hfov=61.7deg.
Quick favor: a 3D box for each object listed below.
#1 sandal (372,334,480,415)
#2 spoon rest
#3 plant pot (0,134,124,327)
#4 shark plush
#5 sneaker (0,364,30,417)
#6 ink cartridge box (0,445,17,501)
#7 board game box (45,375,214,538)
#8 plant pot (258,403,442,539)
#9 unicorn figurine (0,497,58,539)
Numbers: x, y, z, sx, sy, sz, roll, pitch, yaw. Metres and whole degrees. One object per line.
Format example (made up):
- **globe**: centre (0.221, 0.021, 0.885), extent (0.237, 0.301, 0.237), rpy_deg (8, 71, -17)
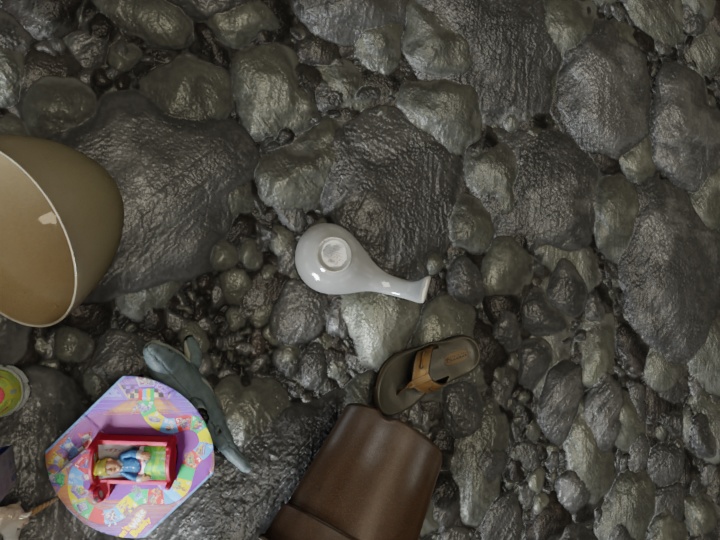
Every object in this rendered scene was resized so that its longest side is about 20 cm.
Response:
- **sandal**: centre (0.105, 0.150, 0.890), extent (0.196, 0.054, 0.084), rpy_deg (-16, 91, -23)
- **spoon rest**: centre (0.000, 0.000, 0.868), extent (0.196, 0.061, 0.102), rpy_deg (21, 76, -6)
- **plant pot**: centre (-0.343, -0.060, 0.668), extent (0.202, 0.198, 0.135), rpy_deg (55, 33, -8)
- **shark plush**: centre (-0.208, 0.175, 0.740), extent (0.089, 0.083, 0.204), rpy_deg (-25, 95, -23)
- **sneaker**: centre (-0.464, 0.139, 0.633), extent (0.195, 0.090, 0.080), rpy_deg (-11, 91, -22)
- **ink cartridge box**: centre (-0.405, 0.219, 0.590), extent (0.092, 0.199, 0.045), rpy_deg (-10, 87, -22)
- **board game box**: centre (-0.267, 0.227, 0.691), extent (0.199, 0.039, 0.158), rpy_deg (-42, 100, 5)
- **plant pot**: centre (0.001, 0.295, 0.769), extent (0.199, 0.199, 0.201), rpy_deg (36, 65, -15)
- **unicorn figurine**: centre (-0.445, 0.308, 0.633), extent (0.196, 0.074, 0.141), rpy_deg (18, 82, -23)
